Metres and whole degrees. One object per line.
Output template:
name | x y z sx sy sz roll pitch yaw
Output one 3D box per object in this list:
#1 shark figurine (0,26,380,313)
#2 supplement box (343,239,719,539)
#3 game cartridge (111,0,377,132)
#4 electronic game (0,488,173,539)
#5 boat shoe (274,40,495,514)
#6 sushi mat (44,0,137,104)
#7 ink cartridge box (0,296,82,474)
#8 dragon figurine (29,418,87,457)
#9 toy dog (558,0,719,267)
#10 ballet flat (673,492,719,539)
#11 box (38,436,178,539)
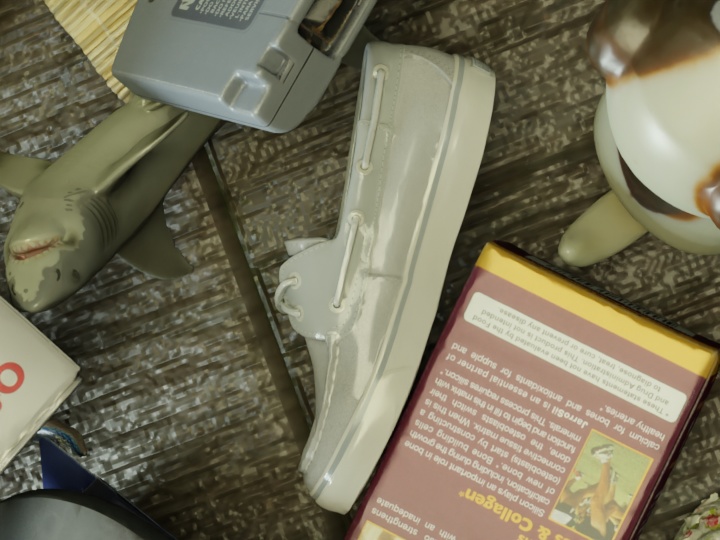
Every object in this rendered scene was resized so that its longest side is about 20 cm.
shark figurine | -0.076 -0.043 1.228 0.214 0.128 0.090 -37 118 -17
supplement box | 0.064 0.100 1.187 0.110 0.086 0.200 26 94 9
game cartridge | -0.023 -0.153 1.164 0.042 0.133 0.200 34 81 -29
electronic game | -0.101 0.183 1.148 0.200 0.042 0.200 19 122 34
boat shoe | 0.000 0.000 1.173 0.068 0.072 0.200 17 93 -4
sushi mat | -0.061 -0.175 1.243 0.200 0.012 0.096 -41 83 8
ink cartridge box | -0.235 0.034 1.157 0.200 0.084 0.145 42 82 -1
dragon figurine | -0.216 0.096 1.248 0.200 0.059 0.100 10 92 10
toy dog | 0.149 -0.075 1.114 0.194 0.200 0.140 -27 86 8
ballet flat | 0.126 0.188 1.189 0.076 0.064 0.200 22 94 8
box | -0.070 0.163 1.182 0.200 0.121 0.032 36 62 19
